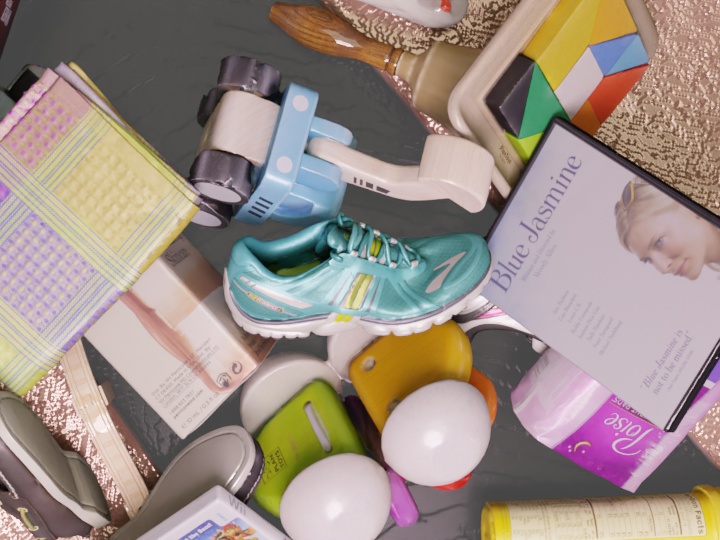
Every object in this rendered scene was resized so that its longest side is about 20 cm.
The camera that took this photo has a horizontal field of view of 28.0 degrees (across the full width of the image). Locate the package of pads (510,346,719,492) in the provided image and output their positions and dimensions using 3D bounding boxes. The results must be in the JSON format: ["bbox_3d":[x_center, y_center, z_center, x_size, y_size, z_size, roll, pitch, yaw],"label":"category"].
[{"bbox_3d":[0.217,0.062,1.082,0.120,0.076,0.201,28,114,-27],"label":"package of pads"}]

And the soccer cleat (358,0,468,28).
[{"bbox_3d":[-0.008,-0.241,1.120,0.198,0.077,0.070,24,61,-22],"label":"soccer cleat"}]

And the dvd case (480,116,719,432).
[{"bbox_3d":[0.178,-0.001,1.025,0.199,0.017,0.144,37,106,32],"label":"dvd case"}]

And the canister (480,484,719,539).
[{"bbox_3d":[0.197,0.247,1.125,0.197,0.087,0.151,-2,91,-3],"label":"canister"}]

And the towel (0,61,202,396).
[{"bbox_3d":[-0.220,-0.028,1.010,0.143,0.023,0.200,42,91,-6],"label":"towel"}]

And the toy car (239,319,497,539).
[{"bbox_3d":[0.014,0.128,1.088,0.199,0.176,0.150,-36,131,3],"label":"toy car"}]

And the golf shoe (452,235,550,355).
[{"bbox_3d":[0.162,0.020,1.131,0.197,0.073,0.093,-1,98,3],"label":"golf shoe"}]

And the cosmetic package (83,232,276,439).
[{"bbox_3d":[-0.163,0.015,1.082,0.087,0.103,0.200,-43,95,11],"label":"cosmetic package"}]

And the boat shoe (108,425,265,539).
[{"bbox_3d":[-0.129,0.196,1.077,0.060,0.074,0.200,28,112,-34],"label":"boat shoe"}]

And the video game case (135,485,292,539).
[{"bbox_3d":[-0.089,0.248,1.067,0.143,0.018,0.200,-35,124,20],"label":"video game case"}]

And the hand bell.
[{"bbox_3d":[0.021,-0.166,1.119,0.198,0.104,0.105,24,89,8],"label":"hand bell"}]

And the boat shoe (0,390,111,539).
[{"bbox_3d":[-0.241,0.151,1.044,0.060,0.202,0.072,-25,60,-2],"label":"boat shoe"}]

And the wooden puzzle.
[{"bbox_3d":[0.154,-0.146,1.075,0.037,0.185,0.201,29,81,33],"label":"wooden puzzle"}]

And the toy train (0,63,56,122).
[{"bbox_3d":[-0.279,-0.069,1.073,0.085,0.114,0.200,41,88,-4],"label":"toy train"}]

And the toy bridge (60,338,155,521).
[{"bbox_3d":[-0.204,0.096,1.104,0.027,0.067,0.202,-23,93,-3],"label":"toy bridge"}]

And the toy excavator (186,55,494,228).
[{"bbox_3d":[-0.021,-0.079,1.060,0.198,0.194,0.101,18,73,-14],"label":"toy excavator"}]

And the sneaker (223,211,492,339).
[{"bbox_3d":[0.000,0.000,1.038,0.197,0.078,0.080,-8,131,-6],"label":"sneaker"}]

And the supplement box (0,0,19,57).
[{"bbox_3d":[-0.311,-0.257,1.028,0.131,0.197,0.202,19,90,-4],"label":"supplement box"}]
